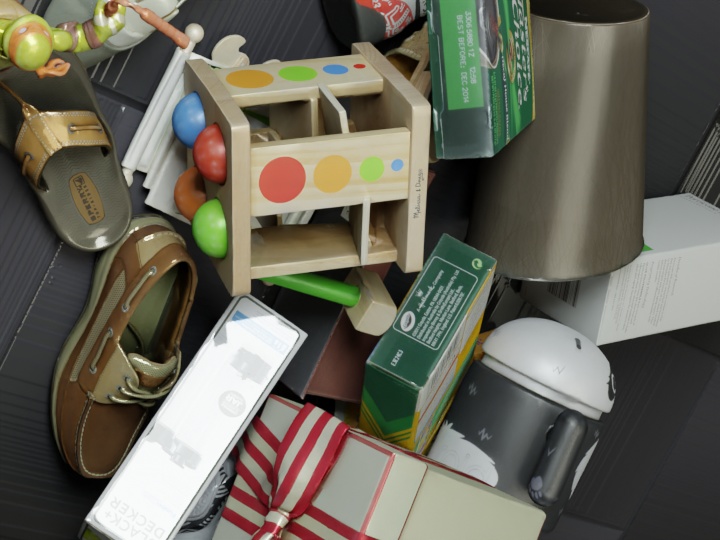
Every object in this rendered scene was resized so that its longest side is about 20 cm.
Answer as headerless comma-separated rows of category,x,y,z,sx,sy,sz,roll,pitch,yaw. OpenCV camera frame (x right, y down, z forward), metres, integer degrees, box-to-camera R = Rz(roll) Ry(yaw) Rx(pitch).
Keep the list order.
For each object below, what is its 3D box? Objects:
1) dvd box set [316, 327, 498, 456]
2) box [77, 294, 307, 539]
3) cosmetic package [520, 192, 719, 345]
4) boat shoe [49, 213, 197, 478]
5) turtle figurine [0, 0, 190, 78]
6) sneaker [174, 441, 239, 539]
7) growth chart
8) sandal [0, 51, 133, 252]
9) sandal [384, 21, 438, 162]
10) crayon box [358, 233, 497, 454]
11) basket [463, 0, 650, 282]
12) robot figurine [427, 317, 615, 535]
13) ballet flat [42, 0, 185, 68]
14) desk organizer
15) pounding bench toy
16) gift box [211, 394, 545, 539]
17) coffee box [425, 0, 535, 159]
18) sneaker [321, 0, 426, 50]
dvd box set,0.046,0.140,1.522,0.199,0.029,0.148,-15,123,-34
box,-0.123,0.121,1.275,0.060,0.117,0.201,34,73,-2
cosmetic package,0.251,-0.004,1.558,0.199,0.107,0.086,-11,120,-37
boat shoe,-0.168,0.062,1.266,0.075,0.074,0.202,0,114,-39
turtle figurine,-0.214,-0.150,1.044,0.199,0.161,0.065,-3,116,-39
sneaker,-0.141,0.213,1.380,0.200,0.075,0.115,-44,137,-6
growth chart,-0.088,-0.085,1.289,0.200,0.018,0.145,32,91,-45
sandal,-0.202,-0.079,1.161,0.081,0.055,0.201,-25,133,-7
sandal,0.045,-0.151,1.319,0.212,0.069,0.078,-62,147,-49
crayon box,0.049,0.076,1.392,0.126,0.051,0.200,-58,167,-26
basket,0.164,-0.114,1.406,0.180,0.135,0.202,-25,125,-47
robot figurine,0.131,0.139,1.453,0.125,0.150,0.201,22,95,-57
ballet flat,-0.128,-0.200,1.157,0.200,0.064,0.068,-45,134,-10
desk organizer,0.000,0.000,1.375,0.077,0.072,0.201,15,104,-46
pounding bench toy,-0.048,-0.038,1.230,0.155,0.124,0.202,-8,119,-18
gift box,-0.014,0.205,1.273,0.186,0.199,0.186,25,81,-38
coffee box,0.087,-0.152,1.241,0.200,0.044,0.124,-38,125,-73
sneaker,0.019,-0.262,1.244,0.107,0.067,0.203,-30,134,-25
